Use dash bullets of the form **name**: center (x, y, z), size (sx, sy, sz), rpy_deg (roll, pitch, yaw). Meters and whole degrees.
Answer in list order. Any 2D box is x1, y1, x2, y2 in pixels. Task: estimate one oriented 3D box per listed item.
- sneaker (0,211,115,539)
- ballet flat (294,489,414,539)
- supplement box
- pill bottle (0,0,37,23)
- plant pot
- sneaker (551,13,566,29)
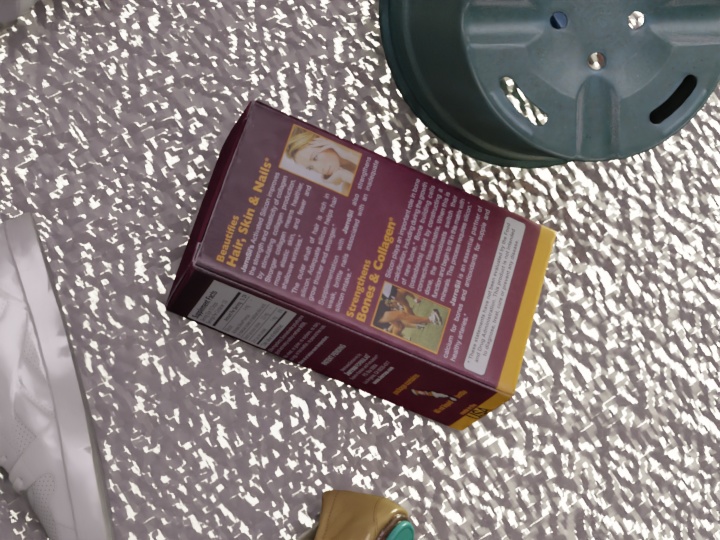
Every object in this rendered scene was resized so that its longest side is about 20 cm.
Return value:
- **sneaker**: center (-0.203, 0.080, 0.908), size (0.114, 0.074, 0.202), rpy_deg (-16, 79, -9)
- **ballet flat**: center (-0.039, 0.207, 0.923), size (0.063, 0.069, 0.201), rpy_deg (20, 59, 20)
- **supplement box**: center (0.000, 0.000, 0.989), size (0.198, 0.086, 0.111), rpy_deg (23, 65, -10)
- **pill bottle**: center (-0.168, -0.242, 1.004), size (0.119, 0.120, 0.200), rpy_deg (42, 64, 0)
- **plant pot**: center (0.118, -0.148, 0.980), size (0.198, 0.196, 0.203), rpy_deg (-1, 100, -5)
- **sneaker**: center (0.078, -0.231, 1.097), size (0.199, 0.075, 0.079), rpy_deg (36, 98, -12)
